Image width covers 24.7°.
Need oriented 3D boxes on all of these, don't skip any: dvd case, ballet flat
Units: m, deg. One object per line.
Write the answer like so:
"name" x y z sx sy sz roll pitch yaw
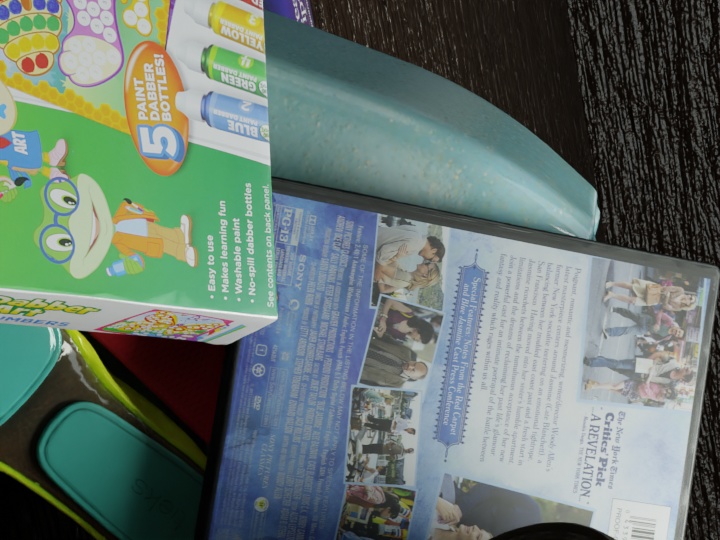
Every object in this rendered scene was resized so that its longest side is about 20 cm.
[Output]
"dvd case" 0.043 0.051 0.647 0.018 0.200 0.143 172 -73 -73
"ballet flat" -0.128 0.047 0.635 0.200 0.067 0.067 47 -11 -19

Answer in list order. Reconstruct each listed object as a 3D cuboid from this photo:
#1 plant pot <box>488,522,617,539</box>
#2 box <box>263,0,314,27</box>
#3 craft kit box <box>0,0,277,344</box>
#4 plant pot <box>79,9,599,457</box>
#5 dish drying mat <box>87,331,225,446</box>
"plant pot" 0.100 0.192 0.608 0.200 0.187 0.187 54 28 -30
"box" -0.087 -0.173 0.901 0.141 0.079 0.200 -49 129 -67
"craft kit box" -0.125 -0.082 0.572 0.197 0.048 0.200 5 72 -32
"plant pot" 0.000 0.000 0.749 0.196 0.200 0.197 -48 152 -76
"dish drying mat" -0.054 0.022 0.649 0.200 0.077 0.018 44 -8 -4
